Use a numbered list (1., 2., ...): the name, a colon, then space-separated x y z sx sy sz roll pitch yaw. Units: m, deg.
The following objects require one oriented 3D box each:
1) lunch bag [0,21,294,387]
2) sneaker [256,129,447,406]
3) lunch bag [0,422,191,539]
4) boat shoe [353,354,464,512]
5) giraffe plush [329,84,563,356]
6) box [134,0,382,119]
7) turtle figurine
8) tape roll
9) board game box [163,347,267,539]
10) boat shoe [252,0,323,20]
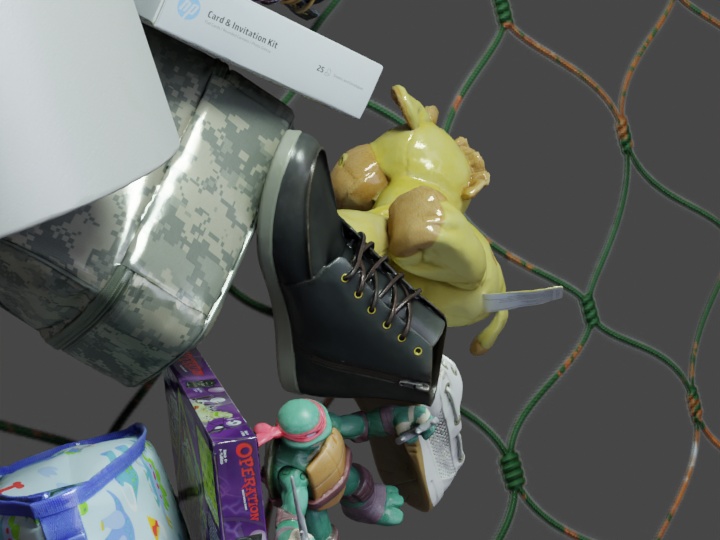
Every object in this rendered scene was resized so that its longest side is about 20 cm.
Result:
1. lunch bag: -0.155 -0.054 0.937 0.168 0.139 0.200 32 62 -18
2. sneaker: 0.000 0.000 0.949 0.075 0.106 0.200 -67 159 -45
3. lunch bag: -0.148 0.189 0.852 0.127 0.200 0.171 -18 95 -11
4. boat shoe: 0.038 0.084 1.086 0.069 0.071 0.200 -41 141 -29
5. giraffe plush: 0.034 -0.041 1.100 0.199 0.173 0.163 0 55 -13
6. box: -0.101 -0.163 0.970 0.156 0.200 0.041 21 98 -36
7. turtle figurine: -0.017 0.138 1.011 0.150 0.101 0.200 -44 150 -21
8. tape roll: -0.205 -0.097 0.754 0.203 0.202 0.140 -32 111 -40
9. board game box: -0.085 0.126 0.890 0.032 0.200 0.120 -4 102 -15
10. boat shoe: -0.042 -0.211 1.058 0.091 0.071 0.200 51 16 -25
